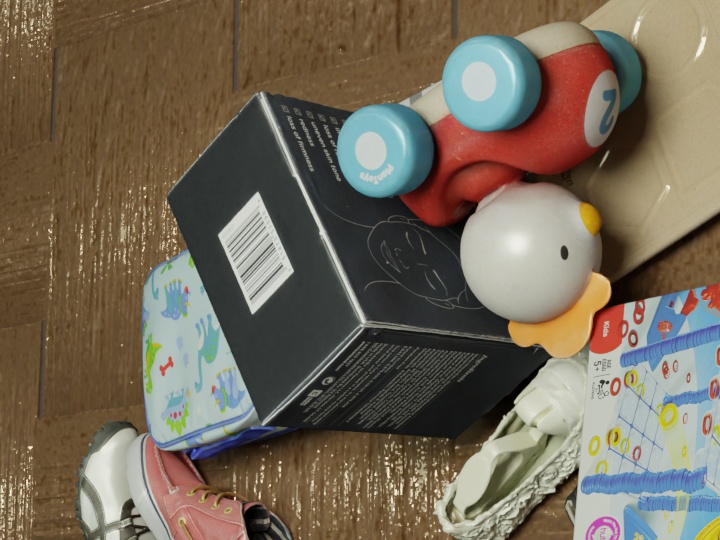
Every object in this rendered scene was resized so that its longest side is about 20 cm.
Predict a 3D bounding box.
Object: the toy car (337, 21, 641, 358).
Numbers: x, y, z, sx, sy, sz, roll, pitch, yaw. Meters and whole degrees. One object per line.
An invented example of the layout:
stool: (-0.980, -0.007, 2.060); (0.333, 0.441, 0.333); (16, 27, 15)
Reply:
toy car: (0.118, -0.044, 1.485); (0.176, 0.184, 0.201); (-30, 81, 31)

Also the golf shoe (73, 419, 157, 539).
golf shoe: (-0.184, 0.225, 1.840); (0.094, 0.077, 0.202); (5, 96, 41)

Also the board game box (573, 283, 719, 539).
board game box: (0.234, 0.105, 1.400); (0.195, 0.056, 0.201); (-14, 54, 34)

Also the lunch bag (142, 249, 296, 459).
lunch bag: (-0.101, 0.060, 1.752); (0.200, 0.082, 0.162); (-26, 65, 56)

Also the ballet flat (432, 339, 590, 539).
ballet flat: (0.121, 0.119, 1.560); (0.200, 0.071, 0.072); (-54, 50, 22)

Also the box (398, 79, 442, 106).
box: (0.034, -0.044, 1.694); (0.199, 0.041, 0.157); (-25, 66, 40)

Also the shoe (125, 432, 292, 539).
shoe: (-0.114, 0.197, 1.778); (0.091, 0.071, 0.201); (-42, 58, 26)

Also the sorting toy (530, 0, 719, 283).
sorting toy: (0.204, -0.107, 1.547); (0.199, 0.036, 0.186); (-33, 61, 31)

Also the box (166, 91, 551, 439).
box: (0.000, 0.000, 1.554); (0.124, 0.196, 0.201); (-45, 55, 32)

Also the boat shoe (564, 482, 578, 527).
boat shoe: (0.195, 0.203, 1.465); (0.060, 0.074, 0.200); (-52, 48, 24)
